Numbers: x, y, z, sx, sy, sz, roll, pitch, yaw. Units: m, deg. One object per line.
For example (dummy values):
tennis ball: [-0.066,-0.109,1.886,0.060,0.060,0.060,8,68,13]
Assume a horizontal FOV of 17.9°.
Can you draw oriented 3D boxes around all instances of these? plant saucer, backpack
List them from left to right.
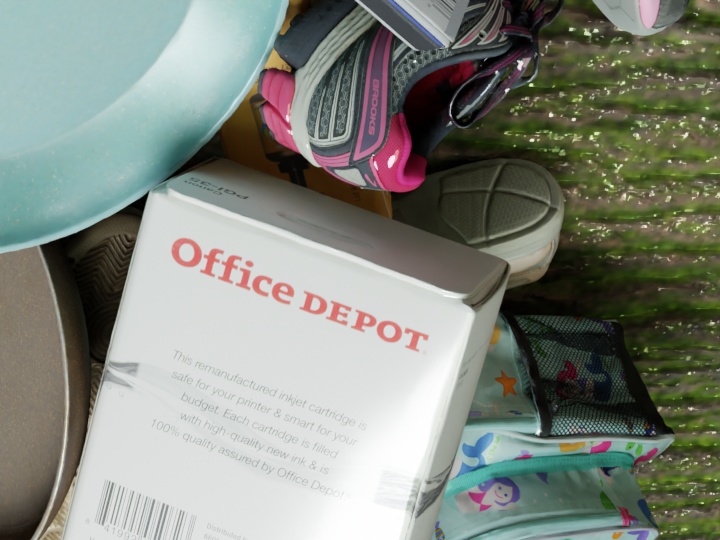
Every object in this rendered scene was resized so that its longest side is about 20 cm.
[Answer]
plant saucer: [-0.175,0.035,1.012,0.032,0.201,0.201,-10,143,-41]
plant saucer: [-0.119,-0.090,0.865,0.199,0.036,0.201,-27,147,-18]
backpack: [0.032,0.100,1.101,0.199,0.152,0.177,11,139,-37]

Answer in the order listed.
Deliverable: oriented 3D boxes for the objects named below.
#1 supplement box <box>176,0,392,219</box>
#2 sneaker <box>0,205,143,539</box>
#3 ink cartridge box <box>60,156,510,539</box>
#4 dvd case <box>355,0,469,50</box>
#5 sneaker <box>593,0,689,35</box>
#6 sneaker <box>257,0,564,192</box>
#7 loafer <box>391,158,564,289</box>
supplement box: [-0.035,-0.102,0.976,0.066,0.069,0.201,-8,134,6]
sneaker: [-0.147,0.040,1.085,0.070,0.109,0.201,13,115,-20]
ink cartridge box: [-0.034,0.071,0.966,0.145,0.083,0.202,20,108,11]
dvd case: [-0.011,-0.197,0.842,0.025,0.151,0.200,-1,150,46]
sneaker: [0.124,-0.192,0.879,0.095,0.079,0.202,-9,107,-22]
sneaker: [0.051,-0.110,0.934,0.200,0.074,0.081,-49,144,-12]
loafer: [0.000,0.000,1.086,0.198,0.072,0.063,-11,143,-4]
